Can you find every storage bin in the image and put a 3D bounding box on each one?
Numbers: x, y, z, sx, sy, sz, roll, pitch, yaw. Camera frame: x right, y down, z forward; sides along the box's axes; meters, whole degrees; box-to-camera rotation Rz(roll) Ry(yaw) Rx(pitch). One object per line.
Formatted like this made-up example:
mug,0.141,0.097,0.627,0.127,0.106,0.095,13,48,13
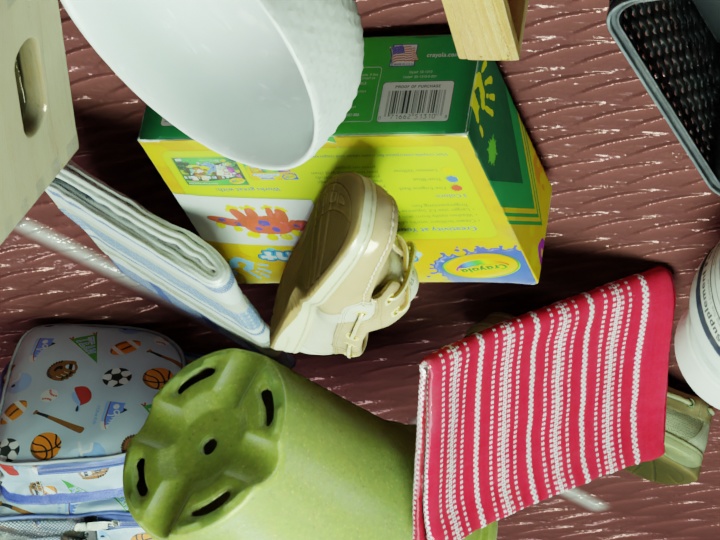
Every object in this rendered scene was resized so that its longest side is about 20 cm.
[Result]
storage bin,0.221,-0.128,1.521,0.134,0.094,0.200,-7,149,25

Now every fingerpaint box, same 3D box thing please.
fingerpaint box,-0.005,-0.063,1.720,0.199,0.074,0.167,0,150,20

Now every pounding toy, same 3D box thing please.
pounding toy,-0.252,-0.116,1.622,0.183,0.142,0.201,20,141,20

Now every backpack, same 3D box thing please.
backpack,-0.161,0.127,2.015,0.189,0.201,0.155,3,138,3

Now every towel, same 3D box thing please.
towel,0.116,0.086,1.833,0.022,0.199,0.145,33,132,43
towel,-0.116,-0.004,1.811,0.146,0.024,0.200,31,171,19

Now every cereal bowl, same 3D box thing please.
cereal bowl,-0.073,-0.153,1.529,0.200,0.083,0.200,35,156,18

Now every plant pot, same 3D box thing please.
plant pot,-0.046,0.147,1.866,0.200,0.201,0.184,-14,142,35

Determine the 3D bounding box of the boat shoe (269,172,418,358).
boat shoe,0.000,0.000,1.687,0.069,0.074,0.200,13,161,-9

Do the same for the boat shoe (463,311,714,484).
boat shoe,0.153,0.074,1.957,0.200,0.063,0.073,31,157,-23

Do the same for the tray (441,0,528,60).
tray,0.052,-0.198,1.432,0.037,0.099,0.200,2,151,13

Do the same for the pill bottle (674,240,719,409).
pill bottle,0.262,0.011,1.741,0.110,0.112,0.200,15,151,-12
